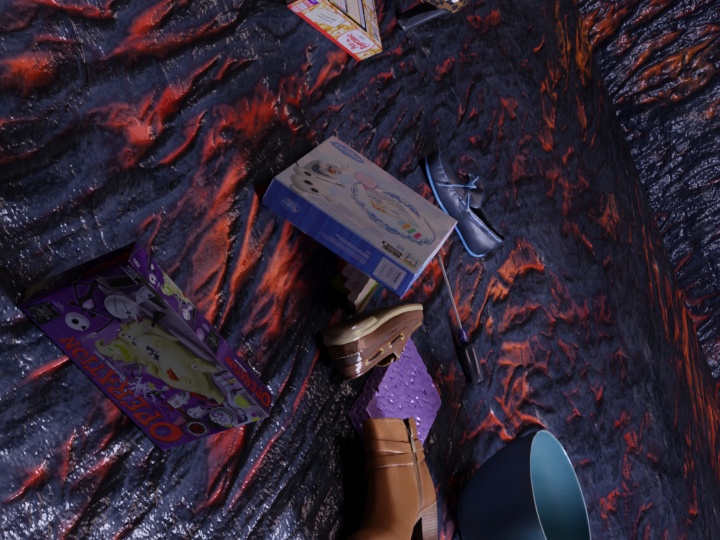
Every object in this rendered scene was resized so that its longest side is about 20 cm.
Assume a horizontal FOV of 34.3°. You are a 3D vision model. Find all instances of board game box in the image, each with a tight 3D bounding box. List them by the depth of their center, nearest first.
[{"bbox_3d":[-0.176,0.069,0.980,0.200,0.120,0.032,53,34,-33],"label":"board game box"},{"bbox_3d":[0.004,-0.071,1.420,0.200,0.043,0.199,35,28,5],"label":"board game box"},{"bbox_3d":[-0.044,-0.410,1.675,0.200,0.046,0.152,26,51,-57],"label":"board game box"}]

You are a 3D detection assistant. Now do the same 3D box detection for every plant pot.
[{"bbox_3d":[0.209,0.327,1.565,0.200,0.134,0.201,44,37,-45],"label":"plant pot"}]

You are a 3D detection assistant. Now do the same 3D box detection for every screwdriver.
[{"bbox_3d":[0.145,0.072,1.746,0.029,0.028,0.201,119,-46,-82],"label":"screwdriver"}]

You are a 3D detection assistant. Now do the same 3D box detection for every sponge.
[{"bbox_3d":[0.047,0.172,1.470,0.112,0.030,0.200,63,26,-15],"label":"sponge"}]

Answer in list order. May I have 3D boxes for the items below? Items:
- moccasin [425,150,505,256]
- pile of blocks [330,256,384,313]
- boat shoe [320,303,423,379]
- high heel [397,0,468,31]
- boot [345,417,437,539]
[{"bbox_3d":[0.172,-0.116,1.881,0.200,0.068,0.081,55,29,-31],"label":"moccasin"},{"bbox_3d":[0.000,0.000,1.478,0.062,0.082,0.200,32,14,10],"label":"pile of blocks"},{"bbox_3d":[0.020,0.085,1.437,0.200,0.072,0.068,-19,95,-59],"label":"boat shoe"},{"bbox_3d":[0.089,-0.488,1.886,0.200,0.142,0.072,48,33,-40],"label":"high heel"},{"bbox_3d":[0.028,0.241,1.301,0.200,0.076,0.156,4,75,-57],"label":"boot"}]
